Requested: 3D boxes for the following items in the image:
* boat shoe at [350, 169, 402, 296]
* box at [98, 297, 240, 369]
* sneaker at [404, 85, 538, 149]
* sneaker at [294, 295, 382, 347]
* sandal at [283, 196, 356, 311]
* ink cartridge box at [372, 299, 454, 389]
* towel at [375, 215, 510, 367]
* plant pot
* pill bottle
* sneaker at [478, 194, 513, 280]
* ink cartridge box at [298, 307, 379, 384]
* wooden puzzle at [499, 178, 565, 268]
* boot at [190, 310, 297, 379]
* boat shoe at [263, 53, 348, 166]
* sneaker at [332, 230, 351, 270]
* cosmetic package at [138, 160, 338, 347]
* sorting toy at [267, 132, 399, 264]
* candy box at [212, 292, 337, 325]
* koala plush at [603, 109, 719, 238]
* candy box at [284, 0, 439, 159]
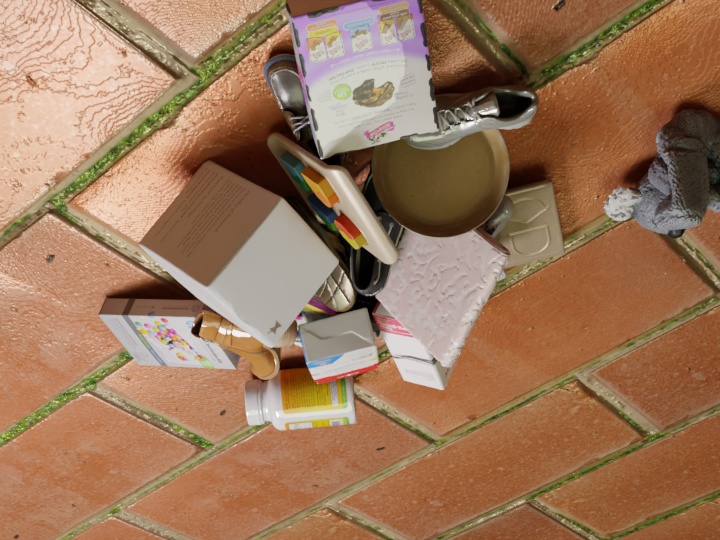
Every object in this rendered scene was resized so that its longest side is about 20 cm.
[{"bbox_3d":[0.023,-0.060,1.597,0.072,0.202,0.063,9,-174,16],"label":"boat shoe"},{"bbox_3d":[-0.319,0.107,1.798,0.199,0.041,0.156,0,142,22],"label":"box"},{"bbox_3d":[0.153,-0.221,1.471,0.199,0.076,0.092,-16,-179,-2],"label":"sneaker"},{"bbox_3d":[-0.040,0.078,1.826,0.198,0.067,0.091,-6,135,-9],"label":"sneaker"},{"bbox_3d":[-0.060,-0.032,1.652,0.080,0.054,0.201,-30,91,45],"label":"sandal"},{"bbox_3d":[0.107,0.081,1.771,0.084,0.145,0.200,10,146,27],"label":"ink cartridge box"},{"bbox_3d":[0.119,0.011,1.593,0.032,0.191,0.201,3,120,-43],"label":"towel"},{"bbox_3d":[0.114,-0.147,1.531,0.198,0.202,0.027,-4,-179,-2],"label":"plant pot"},{"bbox_3d":[-0.110,0.235,1.959,0.198,0.112,0.111,-5,139,-1],"label":"pill bottle"},{"bbox_3d":[0.192,-0.046,1.638,0.114,0.076,0.200,16,142,-30],"label":"sneaker"},{"bbox_3d":[-0.033,0.128,1.751,0.115,0.068,0.200,-14,164,-2],"label":"ink cartridge box"},{"bbox_3d":[0.225,-0.072,1.706,0.184,0.047,0.200,-13,143,9],"label":"wooden puzzle"},{"bbox_3d":[-0.198,0.112,1.714,0.154,0.074,0.200,8,149,-16],"label":"boot"},{"bbox_3d":[-0.067,-0.216,1.482,0.072,0.073,0.200,-23,136,19],"label":"boat shoe"},{"bbox_3d":[0.000,0.000,1.707,0.099,0.071,0.201,33,140,21],"label":"sneaker"},{"bbox_3d":[-0.177,-0.025,1.547,0.167,0.200,0.167,-51,134,-10],"label":"cosmetic package"},{"bbox_3d":[-0.045,-0.099,1.503,0.036,0.200,0.186,-43,127,-12],"label":"sorting toy"},{"bbox_3d":[-0.144,0.049,1.735,0.136,0.061,0.200,25,150,-30],"label":"candy box"},{"bbox_3d":[0.481,-0.125,1.612,0.176,0.185,0.200,-5,161,-19],"label":"koala plush"},{"bbox_3d":[0.004,-0.264,1.382,0.167,0.072,0.201,-14,123,-5],"label":"candy box"}]
